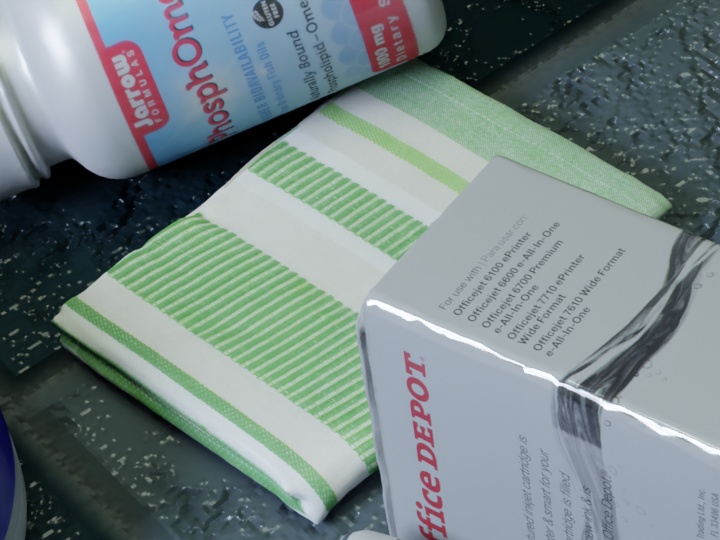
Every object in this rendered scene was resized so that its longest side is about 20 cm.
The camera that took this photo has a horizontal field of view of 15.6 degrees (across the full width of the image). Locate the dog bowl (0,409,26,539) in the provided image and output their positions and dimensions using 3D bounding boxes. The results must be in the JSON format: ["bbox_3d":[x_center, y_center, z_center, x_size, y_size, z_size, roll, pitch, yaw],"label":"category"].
[{"bbox_3d":[-0.225,0.079,0.945,0.199,0.079,0.201,-5,46,5],"label":"dog bowl"}]

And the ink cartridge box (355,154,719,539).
[{"bbox_3d":[0.108,0.069,0.856,0.199,0.146,0.084,24,54,28],"label":"ink cartridge box"}]

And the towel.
[{"bbox_3d":[0.000,0.000,1.025,0.152,0.023,0.200,32,57,32],"label":"towel"}]

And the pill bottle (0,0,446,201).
[{"bbox_3d":[-0.074,-0.104,1.066,0.199,0.109,0.109,-23,47,-1],"label":"pill bottle"}]

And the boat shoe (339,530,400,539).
[{"bbox_3d":[-0.046,0.159,0.844,0.065,0.074,0.200,17,50,18],"label":"boat shoe"}]
